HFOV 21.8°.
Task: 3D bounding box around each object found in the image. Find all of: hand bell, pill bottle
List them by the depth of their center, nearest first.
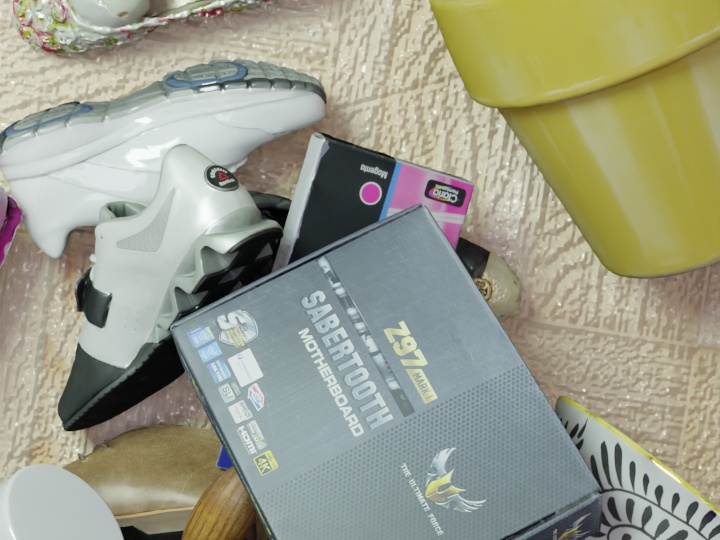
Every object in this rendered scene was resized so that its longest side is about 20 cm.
[{"bbox_3d":[-0.221,0.194,1.026,0.200,0.111,0.112,-39,92,27],"label":"pill bottle"},{"bbox_3d":[-0.103,0.183,1.038,0.104,0.104,0.201,32,112,-3],"label":"hand bell"}]

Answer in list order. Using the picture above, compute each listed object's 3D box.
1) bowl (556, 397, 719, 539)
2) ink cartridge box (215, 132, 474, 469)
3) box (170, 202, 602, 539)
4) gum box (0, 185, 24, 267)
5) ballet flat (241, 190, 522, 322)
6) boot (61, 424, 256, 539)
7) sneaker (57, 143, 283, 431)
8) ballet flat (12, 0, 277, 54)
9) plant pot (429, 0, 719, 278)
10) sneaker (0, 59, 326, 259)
[{"bbox_3d":[0.160,0.168,1.029,0.200,0.201,0.094,40,88,-3],"label":"bowl"},{"bbox_3d":[-0.010,0.031,1.064,0.094,0.037,0.202,15,97,-15],"label":"ink cartridge box"},{"bbox_3d":[0.011,0.080,0.971,0.157,0.051,0.201,-25,61,-9],"label":"box"},{"bbox_3d":[-0.285,0.019,1.062,0.113,0.066,0.202,25,90,20],"label":"gum box"},{"bbox_3d":[0.000,0.000,1.096,0.198,0.057,0.067,12,87,-8],"label":"ballet flat"},{"bbox_3d":[-0.158,0.136,1.098,0.198,0.074,0.076,-2,55,3],"label":"boot"},{"bbox_3d":[-0.125,0.009,1.065,0.089,0.074,0.200,50,122,16],"label":"sneaker"},{"bbox_3d":[-0.110,-0.178,1.087,0.198,0.064,0.076,-17,92,-2],"label":"ballet flat"},{"bbox_3d":[0.162,-0.107,1.048,0.199,0.201,0.190,-24,108,-2],"label":"plant pot"},{"bbox_3d":[-0.113,-0.068,1.095,0.198,0.075,0.088,-16,107,1],"label":"sneaker"}]
